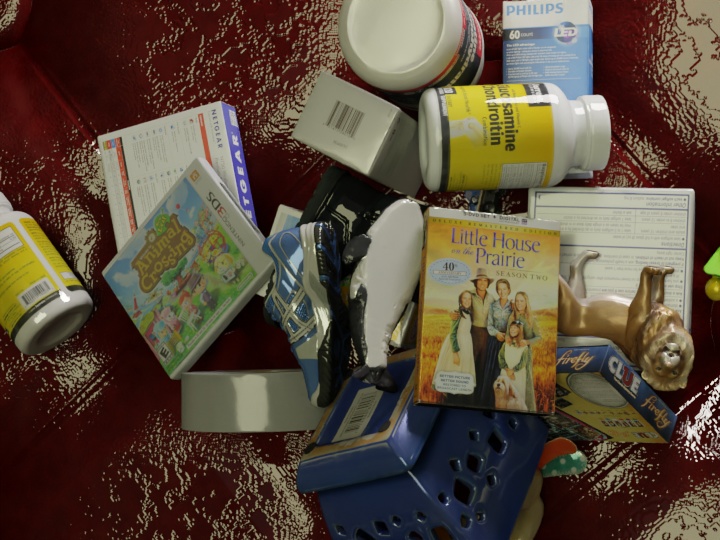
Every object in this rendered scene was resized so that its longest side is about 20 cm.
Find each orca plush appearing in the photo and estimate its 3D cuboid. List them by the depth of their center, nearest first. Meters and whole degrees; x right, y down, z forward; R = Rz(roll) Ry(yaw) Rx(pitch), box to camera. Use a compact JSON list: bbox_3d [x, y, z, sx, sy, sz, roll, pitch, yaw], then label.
[{"bbox_3d":[0.027,0.029,1.297,0.104,0.071,0.203,1,75,-13],"label":"orca plush"}]

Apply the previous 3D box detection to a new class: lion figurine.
[{"bbox_3d":[0.261,0.047,1.306,0.198,0.072,0.124,15,100,31],"label":"lion figurine"}]

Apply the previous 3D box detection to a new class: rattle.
[{"bbox_3d":[0.153,0.244,1.424,0.129,0.143,0.202,19,104,-28],"label":"rattle"}]

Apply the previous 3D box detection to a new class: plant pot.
[{"bbox_3d":[0.057,0.202,1.334,0.199,0.201,0.180,-19,120,43],"label":"plant pot"}]

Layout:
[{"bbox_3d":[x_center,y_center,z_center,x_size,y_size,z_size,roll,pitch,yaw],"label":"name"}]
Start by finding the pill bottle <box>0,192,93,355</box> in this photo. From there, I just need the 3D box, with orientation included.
[{"bbox_3d":[-0.443,-0.001,1.595,0.112,0.112,0.201,-41,77,11],"label":"pill bottle"}]

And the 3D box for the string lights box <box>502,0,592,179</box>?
[{"bbox_3d":[0.217,-0.209,1.434,0.101,0.059,0.203,0,88,16],"label":"string lights box"}]

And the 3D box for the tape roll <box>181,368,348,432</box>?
[{"bbox_3d":[-0.110,0.149,1.443,0.197,0.200,0.067,-1,87,16],"label":"tape roll"}]

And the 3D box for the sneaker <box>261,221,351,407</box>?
[{"bbox_3d":[-0.057,0.048,1.330,0.076,0.076,0.203,-3,100,17],"label":"sneaker"}]

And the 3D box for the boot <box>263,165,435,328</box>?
[{"bbox_3d":[0.000,0.000,1.374,0.167,0.076,0.202,26,87,20],"label":"boot"}]

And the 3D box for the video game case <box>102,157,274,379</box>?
[{"bbox_3d":[-0.207,-0.003,1.490,0.200,0.022,0.183,-48,62,16],"label":"video game case"}]

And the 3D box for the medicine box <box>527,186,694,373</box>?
[{"bbox_3d":[0.279,0.011,1.383,0.179,0.103,0.203,2,89,17],"label":"medicine box"}]

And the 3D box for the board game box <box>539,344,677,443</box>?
[{"bbox_3d":[0.222,0.135,1.337,0.199,0.135,0.035,-7,48,50],"label":"board game box"}]

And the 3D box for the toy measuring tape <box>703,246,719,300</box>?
[{"bbox_3d":[0.451,-0.045,1.353,0.073,0.073,0.201,38,99,15],"label":"toy measuring tape"}]

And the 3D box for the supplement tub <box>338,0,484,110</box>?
[{"bbox_3d":[0.064,-0.260,1.409,0.138,0.200,0.143,-1,88,16],"label":"supplement tub"}]

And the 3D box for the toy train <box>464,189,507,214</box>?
[{"bbox_3d":[0.131,-0.027,1.467,0.045,0.034,0.203,16,93,29],"label":"toy train"}]

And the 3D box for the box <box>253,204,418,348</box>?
[{"bbox_3d":[-0.011,0.009,1.470,0.198,0.101,0.114,19,92,17],"label":"box"}]

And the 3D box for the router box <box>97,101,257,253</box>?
[{"bbox_3d":[-0.229,-0.092,1.568,0.177,0.049,0.203,-12,84,16],"label":"router box"}]

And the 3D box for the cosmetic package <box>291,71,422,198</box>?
[{"bbox_3d":[0.012,-0.152,1.420,0.107,0.200,0.086,27,93,19],"label":"cosmetic package"}]

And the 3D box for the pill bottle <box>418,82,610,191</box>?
[{"bbox_3d":[0.165,-0.146,1.345,0.197,0.112,0.114,-3,86,-4],"label":"pill bottle"}]

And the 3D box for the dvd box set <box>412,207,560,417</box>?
[{"bbox_3d":[0.130,0.042,1.260,0.144,0.029,0.203,7,77,-8],"label":"dvd box set"}]
